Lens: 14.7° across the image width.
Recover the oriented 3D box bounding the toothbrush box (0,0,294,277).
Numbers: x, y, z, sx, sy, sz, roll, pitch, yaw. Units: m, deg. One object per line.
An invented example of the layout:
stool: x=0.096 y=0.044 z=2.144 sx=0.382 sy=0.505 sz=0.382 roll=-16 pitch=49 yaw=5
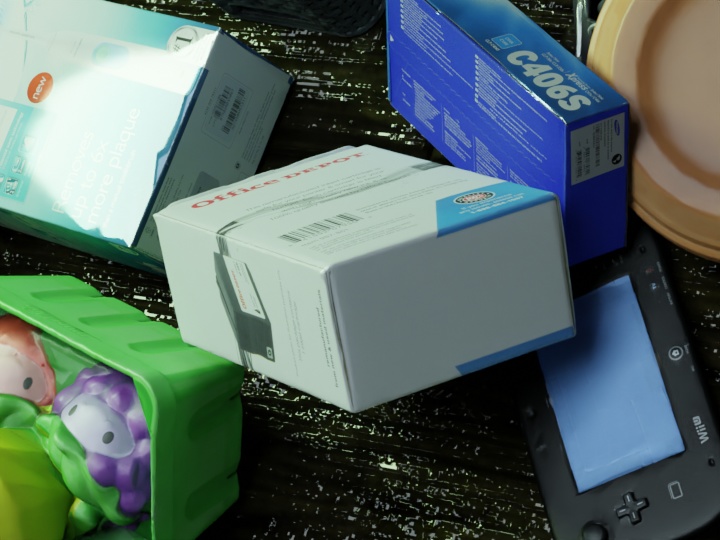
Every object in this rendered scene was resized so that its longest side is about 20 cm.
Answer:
toothbrush box: x=-0.162 y=-0.088 z=1.743 sx=0.200 sy=0.085 sz=0.147 roll=17 pitch=81 yaw=39

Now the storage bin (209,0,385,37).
storage bin: x=-0.035 y=-0.258 z=1.722 sx=0.135 sy=0.094 sz=0.201 roll=13 pitch=78 yaw=37

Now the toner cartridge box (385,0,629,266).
toner cartridge box: x=0.079 y=-0.093 z=1.554 sx=0.043 sy=0.095 sz=0.200 roll=-17 pitch=38 yaw=-22

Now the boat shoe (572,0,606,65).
boat shoe: x=0.141 y=-0.135 z=1.569 sx=0.072 sy=0.063 sz=0.201 roll=-15 pitch=63 yaw=28

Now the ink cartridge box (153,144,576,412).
ink cartridge box: x=0.000 y=0.000 z=1.514 sx=0.200 sy=0.145 sz=0.084 roll=19 pitch=123 yaw=58

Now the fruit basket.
fruit basket: x=-0.193 y=0.103 z=1.602 sx=0.215 sy=0.215 sz=0.156 roll=24 pitch=121 yaw=38

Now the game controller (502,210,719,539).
game controller: x=0.134 y=0.063 z=1.506 sx=0.104 sy=0.042 sz=0.201 roll=-28 pitch=58 yaw=22

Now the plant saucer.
plant saucer: x=0.212 y=-0.102 z=1.483 sx=0.199 sy=0.037 sz=0.201 roll=-1 pitch=87 yaw=22
